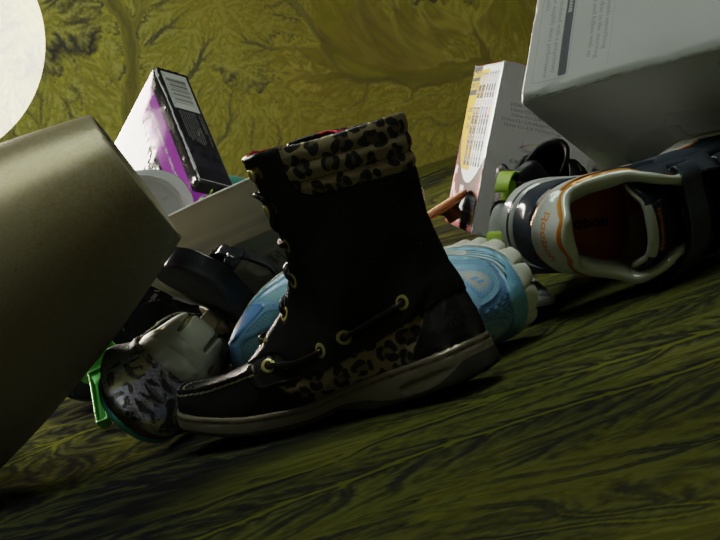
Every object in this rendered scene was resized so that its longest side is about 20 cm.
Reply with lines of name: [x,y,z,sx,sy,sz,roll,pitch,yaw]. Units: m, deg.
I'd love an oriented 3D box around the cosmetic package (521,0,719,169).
cosmetic package: [0.247,-0.135,1.440,0.199,0.124,0.199,-11,-32,40]

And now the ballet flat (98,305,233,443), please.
ballet flat: [-0.114,0.054,1.379,0.072,0.073,0.200,-17,4,7]

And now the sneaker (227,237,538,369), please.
sneaker: [0.000,0.029,1.303,0.199,0.079,0.090,-15,9,31]

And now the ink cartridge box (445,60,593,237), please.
ink cartridge box: [0.129,-0.111,1.720,0.083,0.177,0.200,11,3,-4]

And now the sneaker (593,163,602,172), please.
sneaker: [0.211,-0.097,1.844,0.198,0.094,0.070,-16,5,13]

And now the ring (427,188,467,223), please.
ring: [0.000,0.000,1.670,0.200,0.019,0.200,-33,2,1]

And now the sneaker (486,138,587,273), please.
sneaker: [0.141,-0.045,1.446,0.071,0.084,0.200,-1,4,27]

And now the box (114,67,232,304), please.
box: [-0.170,-0.033,1.704,0.036,0.143,0.201,13,-56,-32]

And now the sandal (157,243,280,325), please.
sandal: [-0.077,0.011,1.447,0.076,0.043,0.200,24,-5,17]

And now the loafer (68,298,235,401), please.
loafer: [-0.160,0.061,1.617,0.072,0.073,0.199,7,-6,-38]

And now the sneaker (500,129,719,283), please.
sneaker: [0.190,-0.035,1.348,0.199,0.079,0.079,-15,13,-17]

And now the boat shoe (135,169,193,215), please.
boat shoe: [-0.186,-0.020,1.603,0.200,0.072,0.066,-37,5,35]

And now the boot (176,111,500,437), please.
boot: [-0.031,0.006,1.214,0.199,0.152,0.073,-14,6,34]

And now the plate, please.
plate: [-0.059,-0.022,1.544,0.199,0.033,0.200,-24,-16,9]

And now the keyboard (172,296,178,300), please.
keyboard: [-0.124,0.029,1.705,0.056,0.011,0.200,-17,-17,-18]

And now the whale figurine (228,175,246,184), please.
whale figurine: [-0.118,-0.010,1.794,0.158,0.105,0.200,6,-20,-12]

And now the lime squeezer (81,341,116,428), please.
lime squeezer: [-0.201,0.036,1.548,0.038,0.201,0.071,-31,-30,15]

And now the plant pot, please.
plant pot: [-0.213,0.004,1.335,0.200,0.188,0.187,-36,6,-2]

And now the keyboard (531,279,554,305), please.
keyboard: [0.087,0.015,1.441,0.056,0.011,0.200,-17,5,0]
